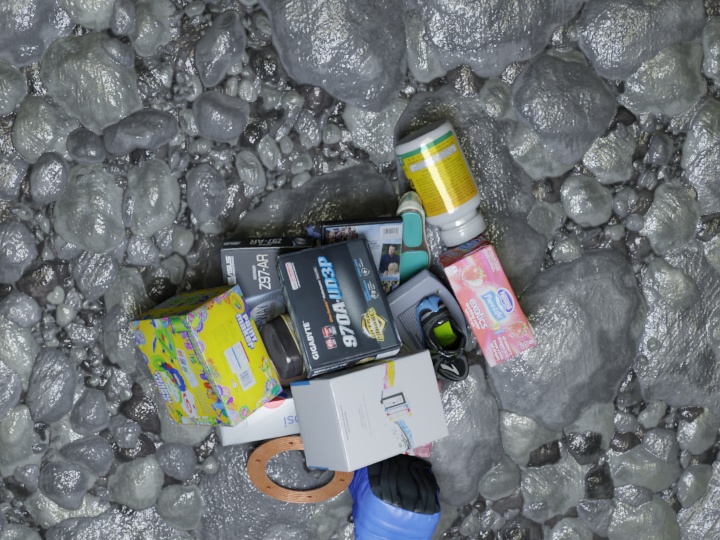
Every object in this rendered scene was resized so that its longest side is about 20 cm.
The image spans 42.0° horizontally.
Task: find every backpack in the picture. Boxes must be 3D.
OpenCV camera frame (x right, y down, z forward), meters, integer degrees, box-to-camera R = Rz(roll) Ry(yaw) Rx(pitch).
[{"bbox_3d":[0.062,0.435,1.705,0.159,0.200,0.171,13,103,-10],"label":"backpack"}]

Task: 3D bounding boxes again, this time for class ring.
[{"bbox_3d":[-0.110,0.362,1.718,0.196,0.019,0.203,0,132,0],"label":"ring"}]

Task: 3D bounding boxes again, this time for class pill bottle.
[{"bbox_3d":[0.146,-0.151,1.652,0.111,0.113,0.203,-26,103,-2],"label":"pill bottle"}]

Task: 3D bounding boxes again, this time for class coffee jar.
[{"bbox_3d":[-0.064,0.100,1.565,0.197,0.086,0.105,-23,71,-19],"label":"coffee jar"}]

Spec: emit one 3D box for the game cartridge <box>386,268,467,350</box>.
[{"bbox_3d":[0.118,0.092,1.695,0.132,0.041,0.201,-31,130,1],"label":"game cartridge"}]

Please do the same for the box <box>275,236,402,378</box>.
[{"bbox_3d":[-0.037,0.057,1.516,0.156,0.046,0.203,-12,68,-15],"label":"box"}]

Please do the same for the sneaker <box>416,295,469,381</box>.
[{"bbox_3d":[0.151,0.135,1.664,0.070,0.083,0.201,-28,131,-6],"label":"sneaker"}]

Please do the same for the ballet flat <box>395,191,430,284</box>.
[{"bbox_3d":[0.093,-0.055,1.673,0.066,0.063,0.202,2,136,1],"label":"ballet flat"}]

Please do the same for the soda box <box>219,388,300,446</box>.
[{"bbox_3d":[-0.155,0.256,1.675,0.196,0.063,0.070,-8,101,-6],"label":"soda box"}]

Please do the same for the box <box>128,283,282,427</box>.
[{"bbox_3d":[-0.265,0.146,1.595,0.121,0.191,0.203,-33,107,-41],"label":"box"}]

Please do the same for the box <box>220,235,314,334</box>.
[{"bbox_3d":[-0.153,0.042,1.621,0.157,0.044,0.204,-1,116,1],"label":"box"}]

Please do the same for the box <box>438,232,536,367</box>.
[{"bbox_3d":[0.221,0.050,1.639,0.094,0.100,0.202,-25,103,6],"label":"box"}]

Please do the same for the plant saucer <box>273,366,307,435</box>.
[{"bbox_3d":[-0.113,0.210,1.723,0.196,0.037,0.205,-2,101,-8],"label":"plant saucer"}]

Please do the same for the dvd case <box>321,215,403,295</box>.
[{"bbox_3d":[0.000,0.000,1.626,0.140,0.018,0.203,-4,124,-10],"label":"dvd case"}]

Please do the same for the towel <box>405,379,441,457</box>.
[{"bbox_3d":[0.052,0.259,1.727,0.197,0.023,0.147,12,82,-21],"label":"towel"}]

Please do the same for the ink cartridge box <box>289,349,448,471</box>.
[{"bbox_3d":[0.014,0.225,1.524,0.197,0.146,0.148,-12,88,-32],"label":"ink cartridge box"}]

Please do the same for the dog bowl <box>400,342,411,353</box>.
[{"bbox_3d":[0.016,0.215,1.654,0.197,0.073,0.204,5,80,-29],"label":"dog bowl"}]

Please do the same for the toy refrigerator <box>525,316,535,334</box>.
[{"bbox_3d":[0.236,0.049,1.724,0.075,0.070,0.202,-32,103,0],"label":"toy refrigerator"}]

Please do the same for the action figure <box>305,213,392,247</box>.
[{"bbox_3d":[-0.035,-0.016,1.678,0.189,0.105,0.203,-4,123,0],"label":"action figure"}]
